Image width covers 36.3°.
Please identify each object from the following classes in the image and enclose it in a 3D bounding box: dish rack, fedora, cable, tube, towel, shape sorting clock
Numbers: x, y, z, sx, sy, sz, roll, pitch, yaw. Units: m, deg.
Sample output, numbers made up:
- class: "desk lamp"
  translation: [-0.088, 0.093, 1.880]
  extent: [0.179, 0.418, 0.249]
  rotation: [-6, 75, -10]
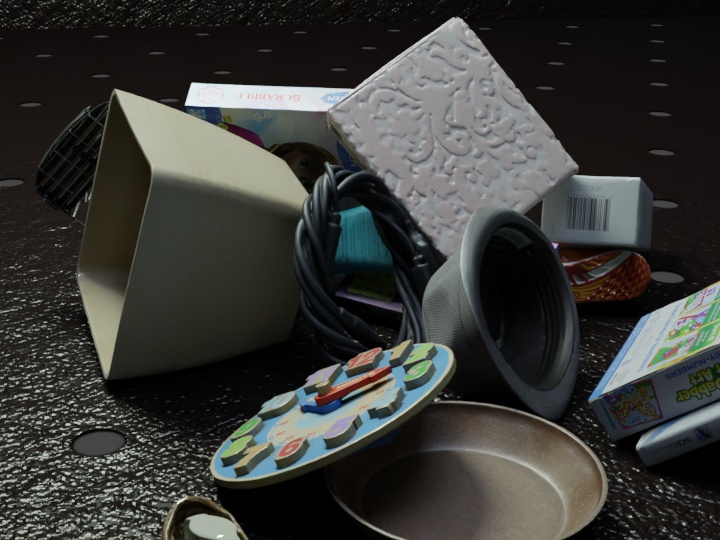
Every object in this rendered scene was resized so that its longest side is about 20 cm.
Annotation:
- class: "dish rack"
  translation: [-0.223, -0.083, 1.125]
  extent: [0.199, 0.153, 0.055]
  rotation: [37, 24, -25]
- class: "fedora"
  translation: [0.112, 0.043, 0.949]
  extent: [0.090, 0.177, 0.201]
  rotation: [-23, 34, 35]
- class: "cable"
  translation: [0.000, 0.000, 0.986]
  extent: [0.051, 0.202, 0.163]
  rotation: [-16, 11, 47]
- class: "tube"
  translation: [-0.036, -0.025, 1.119]
  extent: [0.198, 0.078, 0.050]
  rotation: [-8, -2, 35]
- class: "towel"
  translation: [0.091, -0.125, 1.078]
  extent: [0.190, 0.201, 0.032]
  rotation: [-38, -2, -21]
- class: "shape sorting clock"
  translation: [-0.022, 0.102, 0.815]
  extent: [0.198, 0.040, 0.200]
  rotation: [-24, 6, 3]

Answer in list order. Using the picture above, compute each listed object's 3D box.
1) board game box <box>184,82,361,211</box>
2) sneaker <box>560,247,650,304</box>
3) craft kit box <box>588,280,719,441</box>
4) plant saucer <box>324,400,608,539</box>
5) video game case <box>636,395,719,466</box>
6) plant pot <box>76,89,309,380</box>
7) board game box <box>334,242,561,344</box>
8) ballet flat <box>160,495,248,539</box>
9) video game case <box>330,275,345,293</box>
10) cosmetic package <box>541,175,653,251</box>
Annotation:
- class: "board game box"
  translation: [-0.075, -0.104, 1.171]
  extent: [0.197, 0.201, 0.041]
  rotation: [2, 46, 5]
- class: "sneaker"
  translation: [0.198, 0.009, 1.144]
  extent: [0.197, 0.074, 0.077]
  rotation: [5, 0, -2]
- class: "craft kit box"
  translation: [0.302, 0.048, 0.901]
  extent: [0.197, 0.049, 0.200]
  rotation: [-34, 1, 33]
- class: "plant saucer"
  translation: [0.073, 0.155, 0.778]
  extent: [0.198, 0.037, 0.201]
  rotation: [1, 20, 0]
- class: "video game case"
  translation: [0.322, 0.074, 0.875]
  extent: [0.182, 0.022, 0.200]
  rotation: [-31, 3, 33]
- class: "plant pot"
  translation: [-0.149, -0.029, 1.026]
  extent: [0.175, 0.202, 0.200]
  rotation: [6, 26, -27]
- class: "board game box"
  translation: [0.086, 0.006, 1.092]
  extent: [0.198, 0.032, 0.121]
  rotation: [14, 63, 28]
- class: "ballet flat"
  translation: [-0.069, 0.193, 0.631]
  extent: [0.070, 0.066, 0.199]
  rotation: [-13, 25, -32]
- class: "video game case"
  translation: [-0.070, -0.024, 1.259]
  extent: [0.199, 0.018, 0.143]
  rotation: [17, 27, 35]
- class: "cosmetic package"
  translation: [0.262, -0.060, 1.201]
  extent: [0.100, 0.072, 0.200]
  rotation: [4, 0, 18]
